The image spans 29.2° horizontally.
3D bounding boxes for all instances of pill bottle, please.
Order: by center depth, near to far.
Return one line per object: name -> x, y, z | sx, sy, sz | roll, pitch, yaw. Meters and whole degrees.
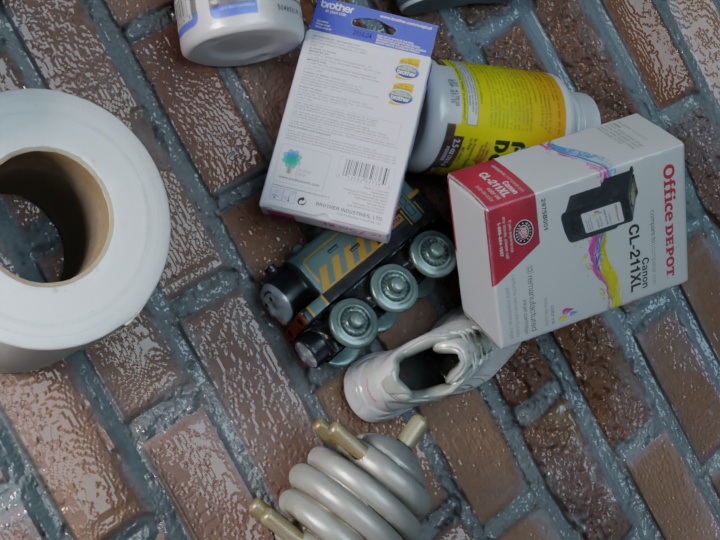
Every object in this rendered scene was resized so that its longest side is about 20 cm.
pill bottle -> -0.119, -0.295, 1.235 | 0.113, 0.114, 0.202 | -5, 82, -28
pill bottle -> 0.130, -0.142, 1.335 | 0.199, 0.109, 0.110 | 2, 78, -27

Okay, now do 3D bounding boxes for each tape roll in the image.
tape roll -> -0.265, -0.027, 1.087 | 0.201, 0.139, 0.205 | 6, 75, -26

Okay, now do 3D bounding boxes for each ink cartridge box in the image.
ink cartridge box -> -0.008, -0.135, 1.232 | 0.118, 0.042, 0.202 | 13, 81, 4
ink cartridge box -> 0.189, -0.038, 1.236 | 0.199, 0.083, 0.147 | -19, 120, -15

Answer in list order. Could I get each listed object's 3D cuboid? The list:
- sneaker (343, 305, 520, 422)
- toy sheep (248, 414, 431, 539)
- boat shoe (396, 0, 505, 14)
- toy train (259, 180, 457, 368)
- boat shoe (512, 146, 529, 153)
sneaker -> 0.087, 0.082, 1.268 | 0.199, 0.099, 0.078 | -27, 92, -29
toy sheep -> -0.008, 0.202, 1.177 | 0.138, 0.138, 0.200 | 42, 81, -13
boat shoe -> 0.117, -0.318, 1.379 | 0.199, 0.071, 0.092 | -13, 87, -28
toy train -> 0.000, 0.000, 1.257 | 0.200, 0.085, 0.114 | -40, 85, -26
boat shoe -> 0.143, -0.021, 1.324 | 0.090, 0.071, 0.201 | -18, 123, 0
